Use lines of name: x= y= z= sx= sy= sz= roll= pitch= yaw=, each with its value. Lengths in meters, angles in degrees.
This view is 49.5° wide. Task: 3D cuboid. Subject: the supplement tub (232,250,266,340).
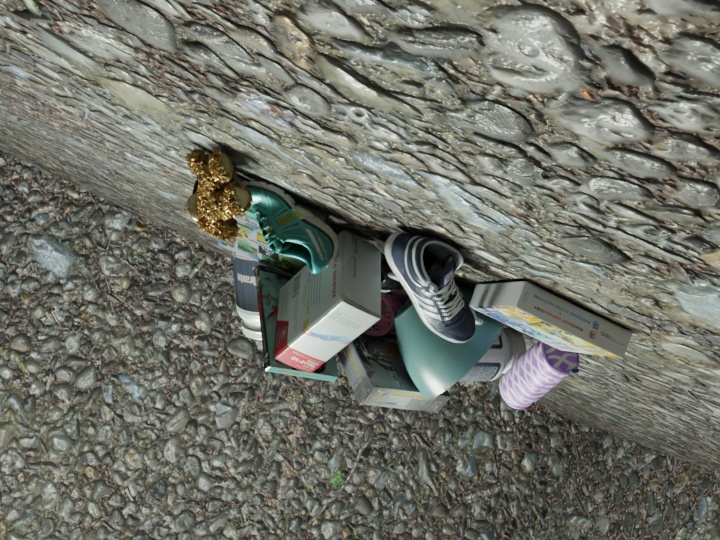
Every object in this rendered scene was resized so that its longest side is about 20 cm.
supplement tub: x=-0.174 y=0.017 z=1.499 sx=0.137 sy=0.205 sz=0.141 roll=-2 pitch=-163 yaw=1

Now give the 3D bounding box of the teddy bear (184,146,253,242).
teddy bear: x=-0.219 y=-0.109 z=1.160 sx=0.199 sy=0.066 sz=0.147 roll=12 pitch=128 yaw=59

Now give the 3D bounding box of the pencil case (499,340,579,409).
pencil case: x=0.331 y=0.187 z=1.445 sx=0.084 sy=0.085 sz=0.201 roll=-18 pitch=159 yaw=-28

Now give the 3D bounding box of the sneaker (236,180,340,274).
sneaker: x=-0.125 y=-0.070 z=1.214 sx=0.198 sy=0.080 sz=0.078 roll=32 pitch=150 yaw=3

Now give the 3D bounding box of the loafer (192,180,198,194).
loafer: x=-0.272 y=-0.126 z=1.422 sx=0.069 sy=0.070 sz=0.200 roll=10 pitch=179 yaw=-12

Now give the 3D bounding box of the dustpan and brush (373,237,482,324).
dustpan and brush: x=0.109 y=0.023 z=1.226 sx=0.197 sy=0.058 sz=0.140 roll=22 pitch=174 yaw=18

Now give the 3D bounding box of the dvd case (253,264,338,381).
dvd case: x=-0.114 y=0.092 z=1.379 sx=0.144 sy=0.203 sz=0.022 roll=15 pitch=139 yaw=-34

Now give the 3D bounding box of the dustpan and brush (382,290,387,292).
dustpan and brush: x=0.025 y=0.017 z=1.560 sx=0.140 sy=0.057 sz=0.200 roll=50 pitch=167 yaw=-9

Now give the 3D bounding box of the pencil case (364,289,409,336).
pencil case: x=0.069 y=0.071 z=1.462 sx=0.199 sy=0.086 sz=0.084 roll=-9 pitch=-112 yaw=-60

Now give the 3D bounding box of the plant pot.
plant pot: x=0.135 y=0.098 z=1.340 sx=0.135 sy=0.200 sz=0.200 roll=45 pitch=172 yaw=-3

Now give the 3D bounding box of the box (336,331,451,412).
box: x=0.054 y=0.175 z=1.419 sx=0.197 sy=0.049 sz=0.160 roll=15 pitch=-147 yaw=-39

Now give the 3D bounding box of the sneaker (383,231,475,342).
sneaker: x=0.119 y=0.030 z=1.099 sx=0.201 sy=0.070 sz=0.108 roll=52 pitch=161 yaw=-19

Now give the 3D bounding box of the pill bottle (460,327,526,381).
pill bottle: x=0.223 y=0.158 z=1.538 sx=0.196 sy=0.123 sz=0.119 roll=4 pitch=-177 yaw=-27

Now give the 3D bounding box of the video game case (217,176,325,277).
video game case: x=-0.156 y=-0.069 z=1.330 sx=0.196 sy=0.022 sz=0.184 roll=23 pitch=144 yaw=8

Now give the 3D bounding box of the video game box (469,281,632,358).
video game box: x=0.278 y=0.073 z=1.174 sx=0.179 sy=0.048 sz=0.200 roll=23 pitch=174 yaw=-9

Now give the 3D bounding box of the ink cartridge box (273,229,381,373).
ink cartridge box: x=-0.054 y=0.054 z=1.288 sx=0.082 sy=0.148 sz=0.199 roll=26 pitch=134 yaw=-27

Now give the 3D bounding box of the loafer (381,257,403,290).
loafer: x=0.000 y=0.000 z=1.426 sx=0.069 sy=0.070 sz=0.198 roll=-2 pitch=-174 yaw=-43
